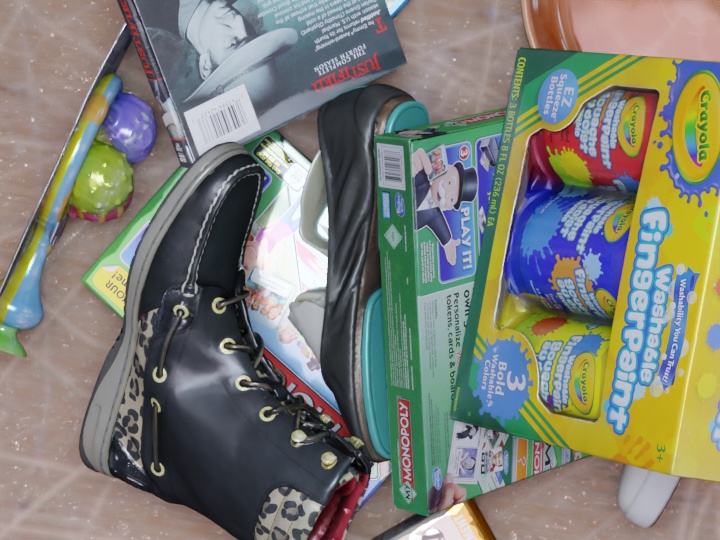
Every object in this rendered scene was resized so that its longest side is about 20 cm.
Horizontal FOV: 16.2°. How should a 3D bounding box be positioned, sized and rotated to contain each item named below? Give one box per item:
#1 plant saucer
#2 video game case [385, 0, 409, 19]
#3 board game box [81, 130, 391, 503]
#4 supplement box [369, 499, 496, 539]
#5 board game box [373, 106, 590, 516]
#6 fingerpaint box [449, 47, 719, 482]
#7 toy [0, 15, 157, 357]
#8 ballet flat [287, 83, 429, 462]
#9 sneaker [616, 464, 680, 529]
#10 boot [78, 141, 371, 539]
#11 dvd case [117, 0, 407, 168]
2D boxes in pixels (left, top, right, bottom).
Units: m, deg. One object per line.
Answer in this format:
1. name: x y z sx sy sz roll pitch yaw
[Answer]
1. plant saucer: 0.187 -0.153 1.388 0.200 0.032 0.201 0 84 3
2. video game case: 0.001 -0.227 1.409 0.143 0.018 0.200 43 92 0
3. board game box: -0.036 0.022 1.404 0.200 0.029 0.135 41 92 1
4. supplement box: 0.003 0.223 1.391 0.200 0.074 0.126 -31 89 3
5. board game box: 0.069 0.017 1.345 0.029 0.134 0.200 10 108 45
6. fingerpaint box: 0.138 -0.005 1.269 0.073 0.167 0.200 10 91 -39
7. toy: -0.149 -0.043 1.373 0.047 0.115 0.200 29 92 -5
8. ballet flat: 0.000 0.000 1.346 0.068 0.068 0.200 8 97 35
9. sneaker: 0.161 0.039 1.386 0.085 0.073 0.200 18 81 5
10. boot: -0.053 0.051 1.319 0.154 0.073 0.204 32 114 23
11. dvd case: -0.067 -0.173 1.326 0.146 0.022 0.200 -29 106 -26
